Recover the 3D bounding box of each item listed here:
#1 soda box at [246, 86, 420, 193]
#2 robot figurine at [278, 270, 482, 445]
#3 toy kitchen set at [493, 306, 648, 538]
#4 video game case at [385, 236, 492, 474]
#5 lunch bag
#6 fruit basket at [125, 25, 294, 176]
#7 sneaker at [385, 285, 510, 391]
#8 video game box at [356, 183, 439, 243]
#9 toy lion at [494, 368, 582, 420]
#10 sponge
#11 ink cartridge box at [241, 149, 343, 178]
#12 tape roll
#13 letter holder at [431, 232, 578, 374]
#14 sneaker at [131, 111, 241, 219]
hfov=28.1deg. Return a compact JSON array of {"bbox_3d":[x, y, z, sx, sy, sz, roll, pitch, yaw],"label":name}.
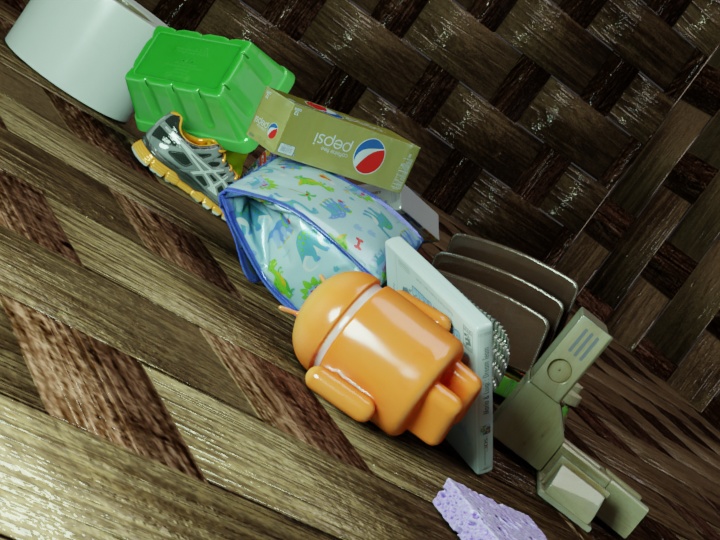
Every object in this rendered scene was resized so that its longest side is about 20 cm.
[{"bbox_3d":[-0.030,-0.152,1.695,0.200,0.064,0.068,16,14,-39],"label":"soda box"},{"bbox_3d":[0.019,0.078,1.387,0.200,0.144,0.117,37,-8,11],"label":"robot figurine"},{"bbox_3d":[0.274,0.181,1.634,0.200,0.181,0.163,38,9,2],"label":"toy kitchen set"},{"bbox_3d":[0.081,0.086,1.504,0.024,0.182,0.200,-16,33,-21],"label":"video game case"},{"bbox_3d":[-0.054,-0.041,1.628,0.200,0.127,0.170,44,26,2],"label":"lunch bag"},{"bbox_3d":[-0.192,-0.208,1.903,0.215,0.156,0.216,24,-22,10],"label":"fruit basket"},{"bbox_3d":[0.094,0.068,1.663,0.099,0.070,0.200,6,-30,43],"label":"sneaker"},{"bbox_3d":[-0.005,-0.068,1.938,0.182,0.047,0.200,-5,-12,17],"label":"video game box"},{"bbox_3d":[0.210,0.152,2.007,0.191,0.069,0.200,29,7,8],"label":"toy lion"},{"bbox_3d":[0.146,0.255,1.209,0.111,0.030,0.200,31,9,-34],"label":"sponge"},{"bbox_3d":[-0.082,-0.123,1.883,0.109,0.050,0.200,2,-13,-20],"label":"ink cartridge box"},{"bbox_3d":[-0.365,-0.316,1.973,0.203,0.139,0.203,35,7,-5],"label":"tape roll"},{"bbox_3d":[0.181,0.038,1.977,0.200,0.142,0.101,24,8,20],"label":"letter holder"},{"bbox_3d":[-0.191,-0.125,1.828,0.200,0.077,0.078,34,6,-29],"label":"sneaker"}]
